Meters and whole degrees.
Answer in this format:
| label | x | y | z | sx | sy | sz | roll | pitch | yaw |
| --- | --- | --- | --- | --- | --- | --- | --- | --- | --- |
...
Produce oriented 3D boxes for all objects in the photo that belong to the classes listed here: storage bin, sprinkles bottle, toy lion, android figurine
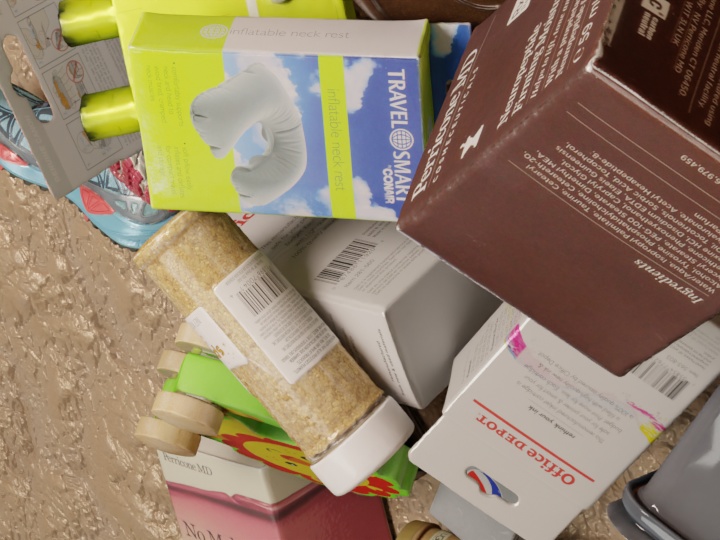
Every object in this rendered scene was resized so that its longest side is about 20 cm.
| label | x | y | z | sx | sy | sz | roll | pitch | yaw |
| --- | --- | --- | --- | --- | --- | --- | --- | --- | --- |
| storage bin | 0.274 | 0.139 | 1.511 | 0.200 | 0.145 | 0.135 | 38 | 113 | 23 |
| sprinkles bottle | -0.054 | 0.045 | 1.596 | 0.200 | 0.068 | 0.068 | 49 | 144 | -2 |
| toy lion | -0.049 | 0.108 | 1.724 | 0.190 | 0.069 | 0.200 | 20 | 167 | -6 |
| android figurine | -0.086 | -0.143 | 1.591 | 0.198 | 0.041 | 0.184 | -9 | 98 | 14 |

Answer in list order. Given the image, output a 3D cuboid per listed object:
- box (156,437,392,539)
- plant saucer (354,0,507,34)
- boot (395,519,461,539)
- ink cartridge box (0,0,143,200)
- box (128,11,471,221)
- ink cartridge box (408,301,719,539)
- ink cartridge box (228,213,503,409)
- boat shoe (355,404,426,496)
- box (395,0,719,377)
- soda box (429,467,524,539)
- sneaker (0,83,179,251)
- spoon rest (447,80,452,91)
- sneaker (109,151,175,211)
| label | x | y | z | sx | sy | sz | roll | pitch | yaw |
| --- | --- | --- | --- | --- | --- | --- | --- | --- | --- |
| box | -0.058 | 0.194 | 1.931 | 0.127 | 0.109 | 0.201 | 12 | 126 | 44 |
| plant saucer | 0.074 | -0.177 | 1.467 | 0.198 | 0.032 | 0.201 | 5 | 148 | 3 |
| boot | 0.124 | 0.267 | 1.820 | 0.199 | 0.066 | 0.176 | 11 | 134 | 38 |
| ink cartridge box | -0.185 | -0.156 | 1.730 | 0.057 | 0.200 | 0.163 | -11 | 108 | 49 |
| box | -0.032 | -0.091 | 1.524 | 0.198 | 0.048 | 0.123 | 3 | 128 | 11 |
| ink cartridge box | 0.131 | 0.064 | 1.565 | 0.115 | 0.068 | 0.200 | 34 | 120 | -11 |
| ink cartridge box | 0.000 | 0.000 | 1.685 | 0.199 | 0.146 | 0.085 | 13 | 134 | 44 |
| boat shoe | -0.012 | 0.069 | 1.822 | 0.075 | 0.075 | 0.203 | -12 | 119 | 48 |
| box | 0.154 | -0.080 | 1.390 | 0.164 | 0.167 | 0.200 | 33 | 143 | -14 |
| soda box | 0.111 | 0.110 | 1.715 | 0.068 | 0.063 | 0.201 | 39 | 141 | 19 |
| sneaker | -0.202 | -0.102 | 1.914 | 0.199 | 0.079 | 0.096 | 32 | 125 | 19 |
| spoon rest | 0.047 | -0.192 | 1.546 | 0.061 | 0.099 | 0.201 | 55 | 160 | 31 |
| sneaker | -0.168 | -0.136 | 1.817 | 0.201 | 0.074 | 0.081 | 65 | 165 | -7 |
